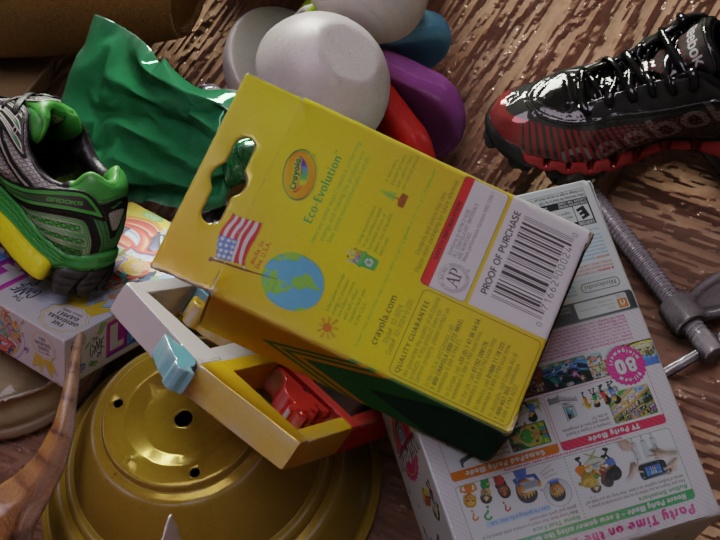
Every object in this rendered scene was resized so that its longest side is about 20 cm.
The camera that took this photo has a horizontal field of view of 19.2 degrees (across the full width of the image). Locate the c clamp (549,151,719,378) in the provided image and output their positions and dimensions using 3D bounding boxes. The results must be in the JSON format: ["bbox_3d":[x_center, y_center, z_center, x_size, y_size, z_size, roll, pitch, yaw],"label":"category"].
[{"bbox_3d":[0.180,-0.027,1.266,0.170,0.027,0.200,-22,54,-7],"label":"c clamp"}]

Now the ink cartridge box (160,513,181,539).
[{"bbox_3d":[-0.131,0.239,1.050,0.050,0.162,0.201,8,57,12],"label":"ink cartridge box"}]

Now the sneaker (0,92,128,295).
[{"bbox_3d":[-0.200,-0.079,1.231,0.200,0.085,0.078,41,32,22],"label":"sneaker"}]

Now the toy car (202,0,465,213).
[{"bbox_3d":[-0.008,-0.101,1.286,0.150,0.175,0.201,30,54,-14],"label":"toy car"}]

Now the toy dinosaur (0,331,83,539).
[{"bbox_3d":[-0.195,0.141,1.157,0.200,0.060,0.106,-43,84,9],"label":"toy dinosaur"}]

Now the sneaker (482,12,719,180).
[{"bbox_3d":[0.172,-0.107,1.254,0.199,0.098,0.071,-4,53,0],"label":"sneaker"}]

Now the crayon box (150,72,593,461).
[{"bbox_3d":[0.004,-0.003,1.094,0.199,0.051,0.127,26,65,-1],"label":"crayon box"}]

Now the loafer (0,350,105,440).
[{"bbox_3d":[-0.249,0.059,1.253,0.199,0.068,0.076,-13,54,0],"label":"loafer"}]

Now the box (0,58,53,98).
[{"bbox_3d":[-0.301,-0.088,1.339,0.163,0.021,0.200,2,28,11],"label":"box"}]

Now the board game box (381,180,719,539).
[{"bbox_3d":[0.086,0.065,1.144,0.147,0.064,0.201,-13,70,-16],"label":"board game box"}]

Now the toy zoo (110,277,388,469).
[{"bbox_3d":[-0.051,0.049,1.154,0.131,0.200,0.020,41,110,18],"label":"toy zoo"}]

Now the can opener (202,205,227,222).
[{"bbox_3d":[0.000,0.000,1.220,0.199,0.063,0.079,12,72,-10],"label":"can opener"}]

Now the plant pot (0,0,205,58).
[{"bbox_3d":[-0.201,-0.216,1.377,0.199,0.187,0.187,11,58,10],"label":"plant pot"}]

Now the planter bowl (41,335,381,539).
[{"bbox_3d":[-0.092,0.101,1.189,0.199,0.084,0.201,-4,55,6],"label":"planter bowl"}]

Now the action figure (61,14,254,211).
[{"bbox_3d":[-0.108,-0.076,1.217,0.200,0.055,0.119,18,97,51],"label":"action figure"}]

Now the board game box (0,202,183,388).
[{"bbox_3d":[-0.199,-0.012,1.276,0.200,0.034,0.134,27,39,30],"label":"board game box"}]
